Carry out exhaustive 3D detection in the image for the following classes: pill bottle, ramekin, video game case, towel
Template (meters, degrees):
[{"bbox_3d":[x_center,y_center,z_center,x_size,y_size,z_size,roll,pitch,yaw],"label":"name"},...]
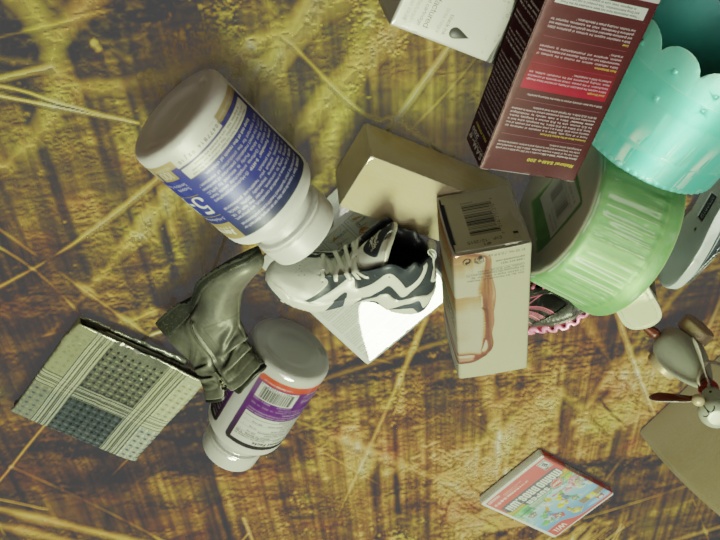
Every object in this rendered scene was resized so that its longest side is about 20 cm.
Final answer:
[{"bbox_3d":[-0.132,0.169,1.058,0.111,0.112,0.201,19,122,-24],"label":"pill bottle"},{"bbox_3d":[0.256,-0.059,0.910,0.097,0.201,0.201,20,122,-16],"label":"ramekin"},{"bbox_3d":[0.318,0.383,1.379,0.199,0.018,0.143,31,116,-30],"label":"video game case"},{"bbox_3d":[-0.329,0.157,1.067,0.192,0.035,0.200,31,118,-27],"label":"towel"},{"bbox_3d":[-0.123,-0.098,0.845,0.119,0.120,0.200,-36,126,17],"label":"pill bottle"}]

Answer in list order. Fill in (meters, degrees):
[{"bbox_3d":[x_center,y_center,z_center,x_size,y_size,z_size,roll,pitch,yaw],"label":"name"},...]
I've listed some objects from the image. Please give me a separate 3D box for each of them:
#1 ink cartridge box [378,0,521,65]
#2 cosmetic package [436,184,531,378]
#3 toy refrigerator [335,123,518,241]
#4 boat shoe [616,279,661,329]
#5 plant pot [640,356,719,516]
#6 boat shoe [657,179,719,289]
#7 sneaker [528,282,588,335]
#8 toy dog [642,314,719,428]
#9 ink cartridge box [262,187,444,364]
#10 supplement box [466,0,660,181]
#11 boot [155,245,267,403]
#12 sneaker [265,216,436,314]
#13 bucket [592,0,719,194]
[{"bbox_3d":[0.137,-0.282,0.777,0.198,0.085,0.147,14,125,-21],"label":"ink cartridge box"},{"bbox_3d":[0.139,0.017,0.918,0.086,0.104,0.201,-10,132,0],"label":"cosmetic package"},{"bbox_3d":[0.077,-0.091,0.927,0.198,0.070,0.076,17,129,-22],"label":"toy refrigerator"},{"bbox_3d":[0.342,-0.008,1.050,0.071,0.061,0.202,-16,130,20],"label":"boat shoe"},{"bbox_3d":[0.600,0.282,1.255,0.198,0.178,0.201,21,122,-26],"label":"plant pot"},{"bbox_3d":[0.465,-0.053,1.031,0.090,0.071,0.201,13,122,-15],"label":"boat shoe"},{"bbox_3d":[0.211,0.032,1.035,0.199,0.079,0.096,-24,114,26],"label":"sneaker"},{"bbox_3d":[0.442,0.125,1.112,0.096,0.200,0.133,27,94,-10],"label":"toy dog"},{"bbox_3d":[0.000,0.000,1.009,0.162,0.057,0.200,-41,104,20],"label":"ink cartridge box"},{"bbox_3d":[0.186,-0.188,0.769,0.108,0.061,0.201,6,128,-16],"label":"supplement box"},{"bbox_3d":[-0.147,0.067,0.954,0.200,0.068,0.131,-38,88,36],"label":"boot"},{"bbox_3d":[-0.005,-0.013,0.906,0.197,0.080,0.130,10,143,-3],"label":"sneaker"},{"bbox_3d":[0.324,-0.186,0.821,0.205,0.208,0.135,10,135,-18],"label":"bucket"}]
